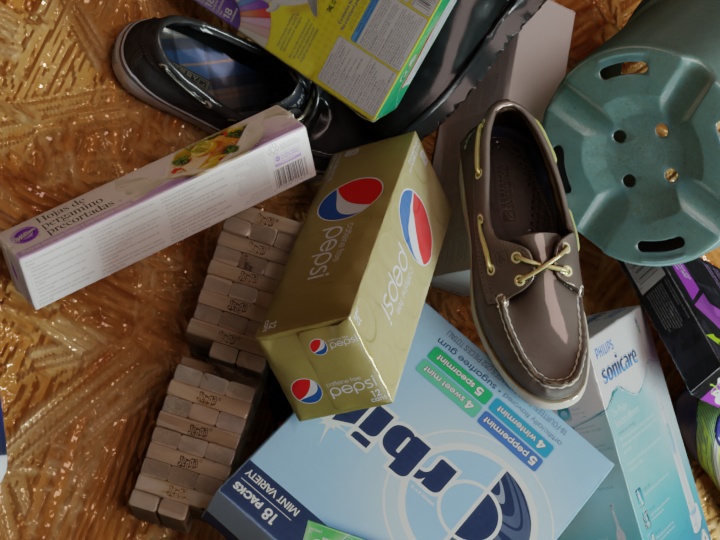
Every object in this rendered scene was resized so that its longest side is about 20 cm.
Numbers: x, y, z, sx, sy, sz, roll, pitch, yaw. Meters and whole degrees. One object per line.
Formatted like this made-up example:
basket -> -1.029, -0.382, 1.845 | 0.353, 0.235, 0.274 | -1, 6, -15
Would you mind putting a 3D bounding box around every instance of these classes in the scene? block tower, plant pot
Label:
block tower -> -0.086, 0.062, 1.121 | 0.054, 0.058, 0.201 | 17, 73, 2
plant pot -> 0.228, -0.101, 1.232 | 0.196, 0.200, 0.201 | -29, 99, -54

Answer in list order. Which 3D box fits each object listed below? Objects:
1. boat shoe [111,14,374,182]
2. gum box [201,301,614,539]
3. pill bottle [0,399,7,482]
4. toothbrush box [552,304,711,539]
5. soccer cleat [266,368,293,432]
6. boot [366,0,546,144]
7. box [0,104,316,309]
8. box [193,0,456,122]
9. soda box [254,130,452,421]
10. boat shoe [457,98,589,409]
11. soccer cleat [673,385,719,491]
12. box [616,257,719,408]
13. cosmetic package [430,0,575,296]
boat shoe -> -0.062, -0.115, 1.166 | 0.200, 0.066, 0.070 | 26, 70, -27
gum box -> 0.032, 0.133, 1.088 | 0.170, 0.045, 0.200 | 41, 55, 7
pill bottle -> -0.255, 0.072, 0.987 | 0.115, 0.116, 0.201 | -5, 86, -32
toothbrush box -> 0.164, 0.137, 1.223 | 0.146, 0.085, 0.201 | -22, 97, -65
soccer cleat -> -0.026, 0.121, 1.153 | 0.073, 0.068, 0.201 | 15, 71, -27
boot -> 0.029, -0.196, 1.177 | 0.162, 0.073, 0.198 | 42, 84, -18
box -> -0.122, -0.041, 1.101 | 0.200, 0.039, 0.042 | -28, 128, -19
box -> -0.040, -0.197, 1.132 | 0.200, 0.118, 0.048 | 35, 25, 8
soda box -> 0.000, 0.000, 1.104 | 0.068, 0.064, 0.200 | 63, 27, -28
boat shoe -> 0.105, -0.012, 1.136 | 0.072, 0.060, 0.201 | -5, 64, -9
soccer cleat -> 0.308, 0.162, 1.345 | 0.200, 0.084, 0.065 | 51, 61, -15
box -> 0.279, 0.056, 1.305 | 0.200, 0.036, 0.143 | 25, 30, -41
cosmetic package -> 0.094, -0.086, 1.251 | 0.051, 0.082, 0.201 | 18, 74, -28
